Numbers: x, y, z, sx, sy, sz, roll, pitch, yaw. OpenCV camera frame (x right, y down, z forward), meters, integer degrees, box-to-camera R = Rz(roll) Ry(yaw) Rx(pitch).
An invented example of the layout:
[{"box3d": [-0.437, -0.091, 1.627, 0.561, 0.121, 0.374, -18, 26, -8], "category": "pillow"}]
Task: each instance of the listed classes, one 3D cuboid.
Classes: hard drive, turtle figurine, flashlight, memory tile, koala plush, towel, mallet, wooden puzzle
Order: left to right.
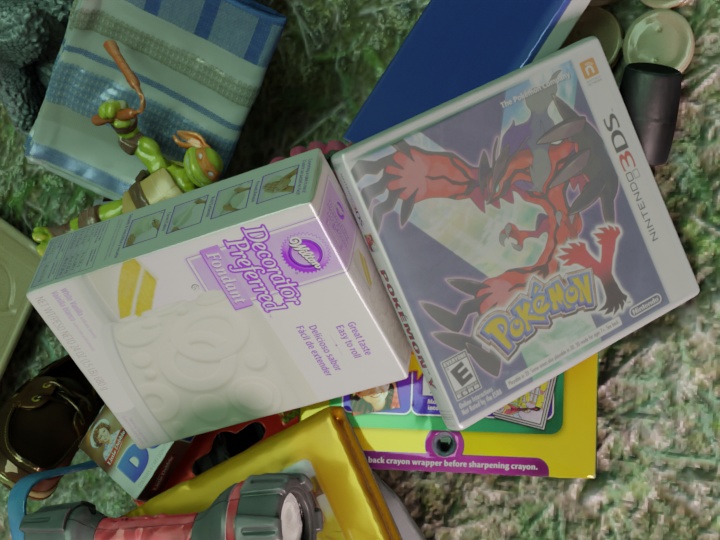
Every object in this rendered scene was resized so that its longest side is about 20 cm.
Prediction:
[{"box3d": [-0.364, 0.031, 1.211, 0.185, 0.046, 0.201, 32, 105, 30], "category": "wooden puzzle"}, {"box3d": [-0.157, -0.050, 0.956, 0.161, 0.064, 0.201, -35, 95, 18], "category": "turtle figurine"}, {"box3d": [-0.152, -0.128, 0.957, 0.146, 0.024, 0.201, 26, 124, -5], "category": "towel"}, {"box3d": [-0.166, -0.174, 1.048, 0.199, 0.178, 0.185, -16, 114, 22], "category": "koala plush"}, {"box3d": [-0.125, 0.167, 0.852, 0.199, 0.068, 0.068, -7, 87, 22], "category": "flashlight"}, {"box3d": [0.078, -0.151, 0.916, 0.201, 0.025, 0.132, -57, 38, 4], "category": "hard drive"}, {"box3d": [0.128, -0.114, 0.930, 0.199, 0.041, 0.066, 10, 108, 36], "category": "mallet"}, {"box3d": [0.171, -0.232, 0.935, 0.152, 0.017, 0.202, 8, 89, 32], "category": "memory tile"}]

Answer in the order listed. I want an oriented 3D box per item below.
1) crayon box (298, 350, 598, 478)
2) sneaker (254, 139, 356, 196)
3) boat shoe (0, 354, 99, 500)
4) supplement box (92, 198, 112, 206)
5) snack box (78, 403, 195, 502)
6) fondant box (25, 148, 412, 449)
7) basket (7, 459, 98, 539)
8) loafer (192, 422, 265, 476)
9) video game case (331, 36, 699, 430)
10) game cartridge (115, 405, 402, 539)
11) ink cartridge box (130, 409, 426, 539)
[{"box3d": [0.061, 0.048, 0.904, 0.198, 0.058, 0.174, 2, 85, 9], "category": "crayon box"}, {"box3d": [-0.059, -0.015, 0.879, 0.199, 0.079, 0.096, -22, 111, 24], "category": "sneaker"}, {"box3d": [-0.246, 0.113, 1.052, 0.072, 0.200, 0.068, 35, 102, -10], "category": "boat shoe"}, {"box3d": [-0.127, -0.003, 1.046, 0.199, 0.061, 0.110, -3, 67, 29], "category": "supplement box"}, {"box3d": [-0.124, 0.064, 0.965, 0.072, 0.024, 0.201, 33, 91, 32], "category": "snack box"}, {"box3d": [-0.085, 0.023, 0.837, 0.199, 0.145, 0.058, -17, 34, 19], "category": "fondant box"}, {"box3d": [-0.187, 0.237, 1.001, 0.138, 0.176, 0.202, -1, 94, 32], "category": "basket"}, {"box3d": [-0.092, 0.142, 1.018, 0.063, 0.072, 0.201, -40, 63, 16], "category": "loafer"}, {"box3d": [0.102, -0.027, 0.834, 0.183, 0.199, 0.023, 66, 159, -6], "category": "video game case"}, {"box3d": [-0.062, 0.210, 0.874, 0.199, 0.032, 0.177, -29, 78, 18], "category": "game cartridge"}, {"box3d": [-0.053, 0.187, 0.945, 0.162, 0.050, 0.201, -33, 79, -8], "category": "ink cartridge box"}]
